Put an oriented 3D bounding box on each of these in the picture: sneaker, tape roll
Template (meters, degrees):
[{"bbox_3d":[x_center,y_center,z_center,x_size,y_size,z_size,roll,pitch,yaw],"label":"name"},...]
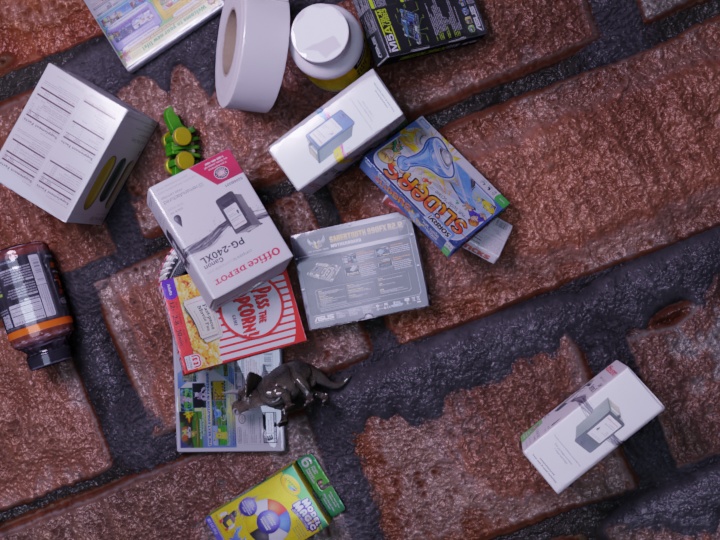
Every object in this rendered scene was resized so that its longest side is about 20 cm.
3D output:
[{"bbox_3d":[-0.255,-0.032,1.580,0.075,0.081,0.200,38,95,3],"label":"sneaker"},{"bbox_3d":[-0.168,-0.346,1.500,0.071,0.202,0.203,5,92,-19],"label":"tape roll"}]

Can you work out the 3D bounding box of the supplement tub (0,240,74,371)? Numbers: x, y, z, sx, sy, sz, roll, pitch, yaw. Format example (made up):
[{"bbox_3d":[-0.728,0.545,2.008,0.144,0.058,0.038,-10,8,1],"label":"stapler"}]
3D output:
[{"bbox_3d":[-0.535,0.060,1.603,0.107,0.107,0.200,-18,89,7],"label":"supplement tub"}]

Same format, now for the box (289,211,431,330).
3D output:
[{"bbox_3d":[0.000,0.000,1.565,0.200,0.048,0.158,-13,88,7],"label":"box"}]

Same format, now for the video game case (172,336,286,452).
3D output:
[{"bbox_3d":[-0.215,0.197,1.608,0.182,0.022,0.200,-2,91,7],"label":"video game case"}]

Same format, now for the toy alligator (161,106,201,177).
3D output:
[{"bbox_3d":[-0.284,-0.168,1.598,0.054,0.059,0.200,-7,90,-33],"label":"toy alligator"}]

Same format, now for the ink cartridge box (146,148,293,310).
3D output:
[{"bbox_3d":[-0.215,-0.062,1.505,0.145,0.083,0.200,-30,85,-18],"label":"ink cartridge box"}]

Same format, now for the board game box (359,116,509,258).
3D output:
[{"bbox_3d":[0.115,-0.131,1.512,0.200,0.034,0.135,46,61,10],"label":"board game box"}]

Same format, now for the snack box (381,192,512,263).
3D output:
[{"bbox_3d":[0.137,-0.088,1.532,0.200,0.024,0.072,29,56,1],"label":"snack box"}]

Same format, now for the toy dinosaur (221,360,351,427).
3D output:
[{"bbox_3d":[-0.110,0.181,1.548,0.200,0.077,0.102,-23,59,-17],"label":"toy dinosaur"}]

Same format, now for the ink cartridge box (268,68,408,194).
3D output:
[{"bbox_3d":[-0.032,-0.209,1.517,0.200,0.145,0.088,-34,88,5],"label":"ink cartridge box"}]

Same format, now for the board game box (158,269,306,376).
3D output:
[{"bbox_3d":[-0.202,0.067,1.549,0.200,0.046,0.152,-15,83,-17],"label":"board game box"}]

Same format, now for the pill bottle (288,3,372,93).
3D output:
[{"bbox_3d":[-0.046,-0.339,1.489,0.112,0.200,0.113,0,91,7],"label":"pill bottle"}]

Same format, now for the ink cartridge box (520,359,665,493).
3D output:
[{"bbox_3d":[0.345,0.231,1.476,0.200,0.146,0.084,-40,85,5],"label":"ink cartridge box"}]

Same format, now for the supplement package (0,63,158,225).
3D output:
[{"bbox_3d":[-0.455,-0.196,1.566,0.151,0.152,0.200,31,94,5],"label":"supplement package"}]

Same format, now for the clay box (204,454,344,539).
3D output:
[{"bbox_3d":[-0.137,0.395,1.587,0.200,0.048,0.115,-33,87,7],"label":"clay box"}]

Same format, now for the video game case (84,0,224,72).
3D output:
[{"bbox_3d":[-0.347,-0.456,1.615,0.200,0.022,0.182,-32,87,6],"label":"video game case"}]

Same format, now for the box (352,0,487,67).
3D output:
[{"bbox_3d":[0.078,-0.429,1.504,0.193,0.048,0.200,-20,88,-24],"label":"box"}]
